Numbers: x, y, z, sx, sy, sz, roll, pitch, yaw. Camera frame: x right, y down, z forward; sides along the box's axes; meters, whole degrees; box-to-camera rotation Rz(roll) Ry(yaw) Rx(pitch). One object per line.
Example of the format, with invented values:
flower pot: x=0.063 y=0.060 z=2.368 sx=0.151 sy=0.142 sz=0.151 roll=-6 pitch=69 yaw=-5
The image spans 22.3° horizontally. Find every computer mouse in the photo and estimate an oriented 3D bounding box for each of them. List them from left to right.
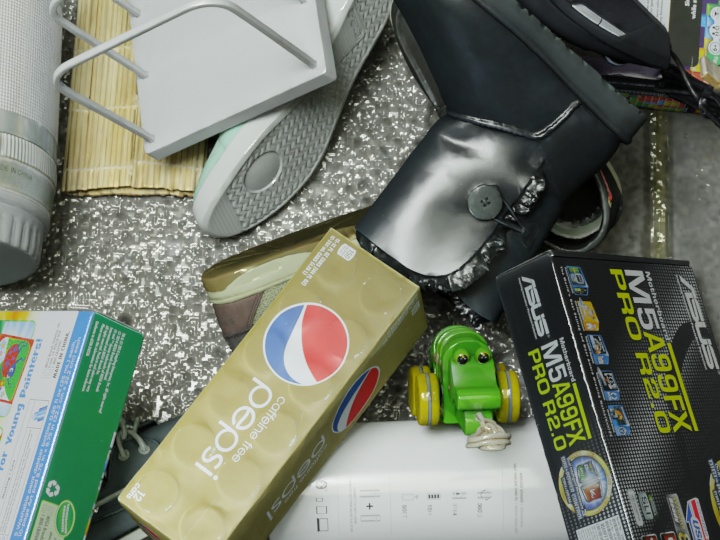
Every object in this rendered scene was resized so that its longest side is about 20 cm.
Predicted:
computer mouse: x=0.152 y=-0.132 z=1.047 sx=0.200 sy=0.140 sz=0.046 roll=39 pitch=94 yaw=-31

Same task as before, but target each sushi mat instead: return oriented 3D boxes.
sushi mat: x=-0.144 y=-0.146 z=1.212 sx=0.094 sy=0.012 sz=0.202 roll=2 pitch=74 yaw=3

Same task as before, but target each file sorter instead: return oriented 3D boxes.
file sorter: x=-0.116 y=-0.201 z=1.119 sx=0.138 sy=0.124 sz=0.202 roll=-21 pitch=64 yaw=24

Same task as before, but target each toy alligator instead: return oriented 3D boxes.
toy alligator: x=0.062 y=0.063 z=1.053 sx=0.059 sy=0.200 sz=0.055 roll=-2 pitch=93 yaw=-4

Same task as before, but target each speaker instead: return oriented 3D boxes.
speaker: x=0.043 y=0.130 z=1.098 sx=0.197 sy=0.081 sz=0.082 roll=-3 pitch=75 yaw=1

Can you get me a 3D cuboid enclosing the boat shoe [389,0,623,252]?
boat shoe: x=0.090 y=-0.098 z=1.133 sx=0.073 sy=0.063 sz=0.202 roll=-37 pitch=97 yaw=22

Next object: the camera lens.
camera lens: x=-0.265 y=-0.103 z=1.126 sx=0.158 sy=0.160 sz=0.202 roll=-1 pitch=74 yaw=1

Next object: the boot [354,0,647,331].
boot: x=0.049 y=-0.079 z=1.059 sx=0.200 sy=0.076 sz=0.169 roll=37 pitch=95 yaw=-20

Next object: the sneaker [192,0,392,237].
sneaker: x=-0.071 y=-0.125 z=1.185 sx=0.118 sy=0.074 sz=0.202 roll=32 pitch=91 yaw=32

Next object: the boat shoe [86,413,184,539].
boat shoe: x=-0.141 y=0.122 z=1.095 sx=0.199 sy=0.073 sz=0.062 roll=-36 pitch=108 yaw=1

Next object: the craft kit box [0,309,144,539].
craft kit box: x=-0.224 y=0.123 z=1.062 sx=0.196 sy=0.048 sz=0.202 roll=1 pitch=70 yaw=45

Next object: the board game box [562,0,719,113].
board game box: x=0.164 y=-0.211 z=1.202 sx=0.163 sy=0.057 sz=0.202 roll=6 pitch=75 yaw=5

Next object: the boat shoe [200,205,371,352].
boat shoe: x=0.000 y=0.000 z=1.146 sx=0.199 sy=0.072 sz=0.067 roll=-17 pitch=104 yaw=-16

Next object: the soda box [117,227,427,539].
soda box: x=-0.047 y=0.080 z=1.043 sx=0.067 sy=0.064 sz=0.201 roll=33 pitch=75 yaw=18

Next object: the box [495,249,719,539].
box: x=0.166 y=0.091 z=1.072 sx=0.044 sy=0.159 sz=0.202 roll=-26 pitch=71 yaw=37
